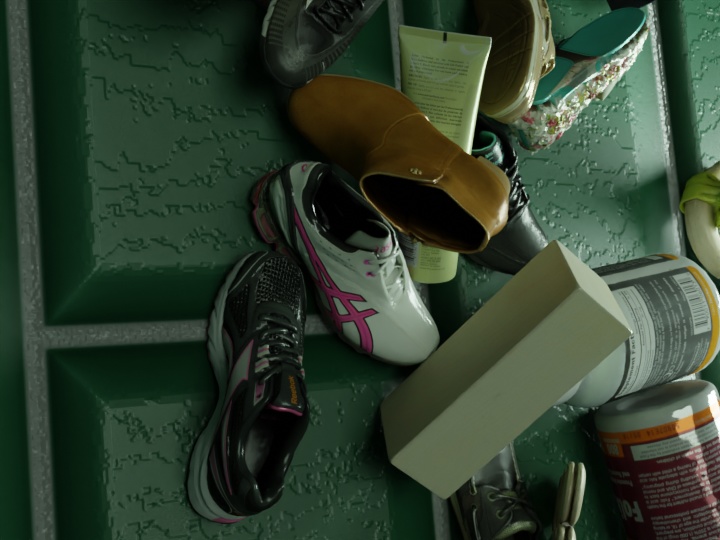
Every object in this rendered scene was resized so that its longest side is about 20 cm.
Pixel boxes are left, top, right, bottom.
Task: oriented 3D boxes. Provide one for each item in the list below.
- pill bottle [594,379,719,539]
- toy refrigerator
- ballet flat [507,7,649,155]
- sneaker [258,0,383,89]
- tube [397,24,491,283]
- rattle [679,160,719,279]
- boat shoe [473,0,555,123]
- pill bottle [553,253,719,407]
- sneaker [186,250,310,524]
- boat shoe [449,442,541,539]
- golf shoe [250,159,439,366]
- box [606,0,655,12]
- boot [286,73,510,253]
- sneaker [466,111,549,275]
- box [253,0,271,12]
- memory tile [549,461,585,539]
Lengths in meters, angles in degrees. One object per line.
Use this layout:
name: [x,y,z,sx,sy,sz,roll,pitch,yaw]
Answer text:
pill bottle: [0.291,0.211,0.986,0.113,0.114,0.202,-17,91,-33]
toy refrigerator: [0.109,0.079,0.842,0.070,0.076,0.200,36,109,-22]
ballet flat: [0.203,-0.179,1.030,0.200,0.075,0.064,-38,134,-27]
sneaker: [-0.005,-0.222,0.833,0.066,0.090,0.201,45,63,-18]
tube: [0.061,-0.091,0.872,0.057,0.052,0.202,-5,113,-16]
rattle: [0.426,-0.027,1.100,0.130,0.142,0.201,-28,92,-51]
boat shoe: [0.140,-0.197,0.955,0.069,0.073,0.201,38,42,-33]
pill bottle: [0.217,0.055,0.962,0.199,0.116,0.118,-11,88,-33]
sneaker: [-0.064,0.084,0.794,0.080,0.086,0.202,13,75,-32]
boat shoe: [0.119,0.210,0.903,0.071,0.066,0.203,1,82,-33]
golf shoe: [0.000,0.000,0.847,0.200,0.092,0.073,48,61,-19]
box: [0.306,-0.390,1.085,0.198,0.123,0.201,-32,98,-33]
boot: [0.016,-0.082,0.787,0.200,0.071,0.144,27,21,9]
sneaker: [0.104,-0.072,0.932,0.200,0.079,0.076,46,61,-19]
box: [-0.080,-0.299,0.874,0.200,0.038,0.137,38,65,-22]
memory tile: [0.158,0.260,0.884,0.017,0.153,0.202,10,74,10]
